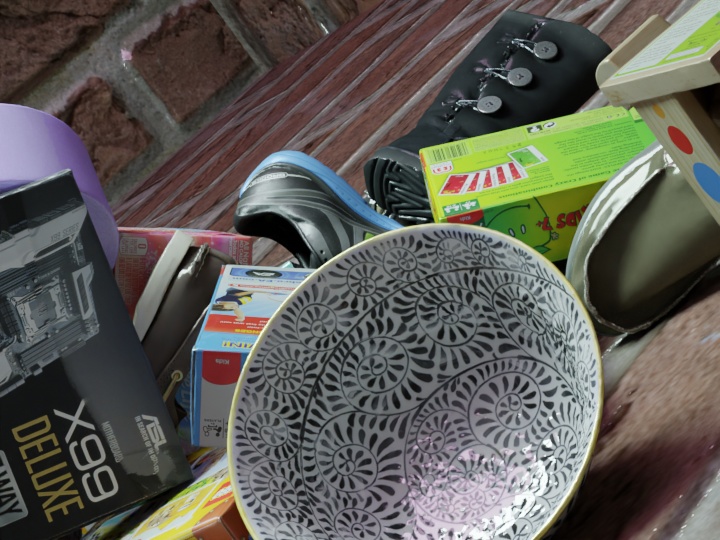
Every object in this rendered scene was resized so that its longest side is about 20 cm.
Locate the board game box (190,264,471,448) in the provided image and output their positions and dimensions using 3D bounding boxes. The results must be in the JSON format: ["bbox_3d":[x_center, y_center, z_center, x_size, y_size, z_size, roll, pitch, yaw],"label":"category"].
[{"bbox_3d":[0.011,0.050,1.373,0.199,0.056,0.196,3,14,1],"label":"board game box"}]

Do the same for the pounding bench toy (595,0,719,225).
[{"bbox_3d":[0.220,-0.072,1.240,0.124,0.156,0.200,-40,11,-16],"label":"pounding bench toy"}]

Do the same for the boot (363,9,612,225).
[{"bbox_3d":[0.122,-0.091,1.688,0.200,0.165,0.066,-45,-24,-39],"label":"boot"}]

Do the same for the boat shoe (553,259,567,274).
[{"bbox_3d":[0.093,0.016,1.541,0.200,0.063,0.073,-35,10,8],"label":"boat shoe"}]

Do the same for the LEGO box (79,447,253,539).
[{"bbox_3d":[-0.090,0.165,1.445,0.200,0.077,0.149,-28,12,40],"label":"LEGO box"}]

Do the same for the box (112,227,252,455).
[{"bbox_3d":[-0.130,0.072,1.622,0.094,0.201,0.103,2,1,-14],"label":"box"}]

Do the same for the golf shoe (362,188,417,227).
[{"bbox_3d":[0.005,0.041,1.694,0.200,0.094,0.078,-62,-21,8],"label":"golf shoe"}]

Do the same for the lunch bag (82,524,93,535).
[{"bbox_3d":[-0.227,0.149,1.745,0.200,0.161,0.077,-32,11,29],"label":"lunch bag"}]

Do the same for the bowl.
[{"bbox_3d":[0.043,0.085,1.215,0.200,0.201,0.094,-35,-34,8],"label":"bowl"}]

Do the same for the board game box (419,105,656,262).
[{"bbox_3d":[0.142,-0.056,1.467,0.199,0.048,0.102,-13,28,0],"label":"board game box"}]

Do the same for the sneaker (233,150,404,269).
[{"bbox_3d":[0.000,0.000,1.622,0.083,0.199,0.071,-50,-13,-27],"label":"sneaker"}]

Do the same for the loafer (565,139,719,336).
[{"bbox_3d":[0.190,-0.043,1.372,0.200,0.075,0.070,-54,14,12],"label":"loafer"}]

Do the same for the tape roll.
[{"bbox_3d":[-0.257,-0.017,1.525,0.200,0.066,0.200,-18,-31,-11],"label":"tape roll"}]

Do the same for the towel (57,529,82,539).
[{"bbox_3d":[-0.238,0.151,1.557,0.085,0.166,0.201,-4,59,5],"label":"towel"}]

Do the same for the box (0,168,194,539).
[{"bbox_3d":[-0.208,0.061,1.427,0.157,0.201,0.050,-22,6,-10],"label":"box"}]

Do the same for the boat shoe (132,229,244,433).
[{"bbox_3d":[-0.135,0.076,1.527,0.200,0.059,0.072,-65,5,1],"label":"boat shoe"}]

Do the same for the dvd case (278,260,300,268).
[{"bbox_3d":[-0.069,0.054,1.784,0.146,0.022,0.200,-36,-19,12],"label":"dvd case"}]
